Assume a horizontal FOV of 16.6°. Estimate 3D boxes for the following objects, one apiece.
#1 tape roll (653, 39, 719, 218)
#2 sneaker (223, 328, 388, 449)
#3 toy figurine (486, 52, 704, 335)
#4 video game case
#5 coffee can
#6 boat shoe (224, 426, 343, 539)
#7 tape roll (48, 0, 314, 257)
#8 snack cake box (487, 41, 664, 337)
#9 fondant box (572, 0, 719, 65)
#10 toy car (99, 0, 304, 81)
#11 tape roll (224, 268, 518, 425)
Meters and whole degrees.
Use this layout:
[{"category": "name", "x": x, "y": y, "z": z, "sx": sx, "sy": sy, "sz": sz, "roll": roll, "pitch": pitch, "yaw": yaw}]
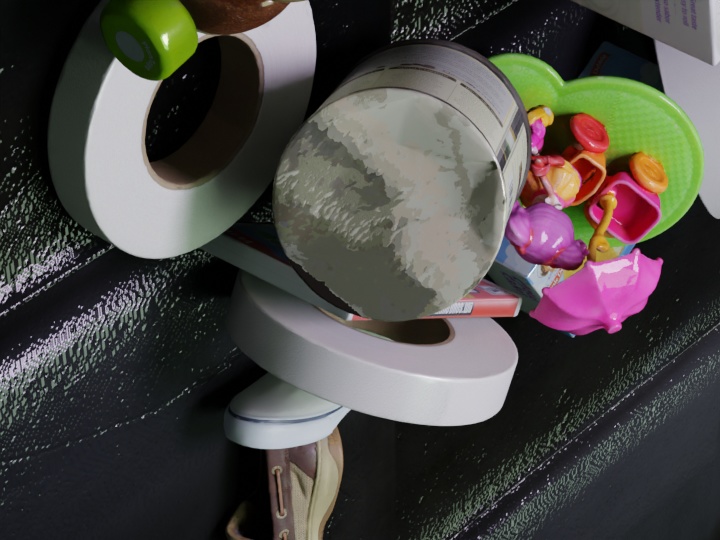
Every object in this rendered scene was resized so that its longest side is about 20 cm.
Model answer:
[{"category": "tape roll", "x": 0.316, "y": -0.152, "z": 1.911, "sx": 0.203, "sy": 0.139, "sz": 0.204, "roll": -15, "pitch": 90, "yaw": -72}, {"category": "sneaker", "x": -0.030, "y": 0.066, "z": 1.766, "sx": 0.200, "sy": 0.073, "sz": 0.071, "roll": -30, "pitch": 128, "yaw": -52}, {"category": "toy figurine", "x": 0.148, "y": -0.041, "z": 1.748, "sx": 0.150, "sy": 0.200, "sz": 0.184, "roll": -46, "pitch": -161, "yaw": 32}, {"category": "video game case", "x": 0.000, "y": 0.000, "z": 1.676, "sx": 0.200, "sy": 0.143, "sz": 0.018, "roll": 0, "pitch": 111, "yaw": -54}, {"category": "coffee can", "x": 0.031, "y": -0.063, "z": 1.594, "sx": 0.200, "sy": 0.146, "sz": 0.147, "roll": -59, "pitch": 168, "yaw": -74}, {"category": "boat shoe", "x": -0.066, "y": 0.189, "z": 1.814, "sx": 0.072, "sy": 0.072, "sz": 0.201, "roll": -1, "pitch": 131, "yaw": -20}, {"category": "tape roll", "x": -0.108, "y": -0.106, "z": 1.534, "sx": 0.203, "sy": 0.037, "sz": 0.203, "roll": -33, "pitch": 137, "yaw": -37}, {"category": "snack cake box", "x": 0.178, "y": -0.063, "z": 1.942, "sx": 0.200, "sy": 0.067, "sz": 0.115, "roll": -56, "pitch": 148, "yaw": -9}, {"category": "fondant box", "x": 0.176, "y": -0.243, "z": 1.680, "sx": 0.058, "sy": 0.200, "sz": 0.145, "roll": -41, "pitch": 142, "yaw": -27}, {"category": "toy car", "x": -0.054, "y": -0.208, "z": 1.365, "sx": 0.164, "sy": 0.200, "sz": 0.158, "roll": -46, "pitch": 117, "yaw": -28}, {"category": "tape roll", "x": 0.008, "y": 0.044, "z": 1.669, "sx": 0.202, "sy": 0.202, "sz": 0.037, "roll": -7, "pitch": 120, "yaw": -51}]
